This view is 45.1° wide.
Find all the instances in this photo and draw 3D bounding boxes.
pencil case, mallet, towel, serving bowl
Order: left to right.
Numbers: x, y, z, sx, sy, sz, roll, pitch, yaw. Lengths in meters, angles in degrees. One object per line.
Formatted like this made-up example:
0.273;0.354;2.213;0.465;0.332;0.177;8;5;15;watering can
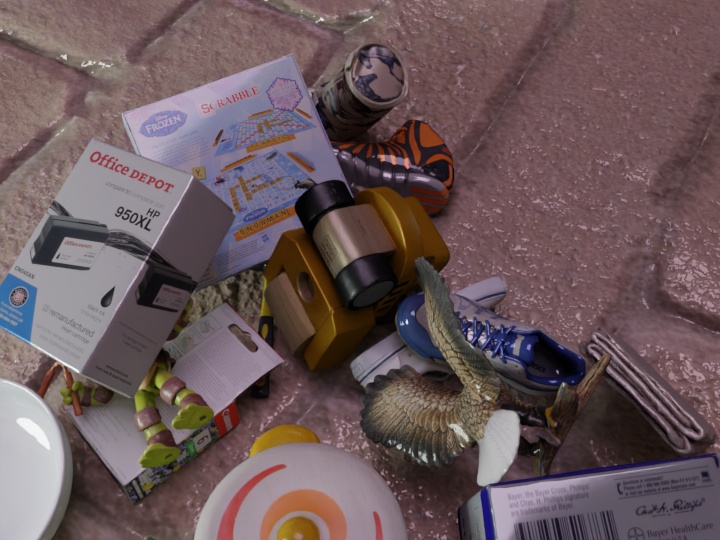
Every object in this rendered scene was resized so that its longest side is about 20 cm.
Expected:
-0.358;0.206;0.819;0.198;0.066;0.202;-5;65;10;serving bowl
-0.113;0.046;0.965;0.065;0.041;0.201;7;58;5;mallet
-0.006;-0.215;1.057;0.089;0.200;0.079;12;83;-16;pencil case
0.270;0.116;0.807;0.034;0.200;0.133;-46;64;11;towel

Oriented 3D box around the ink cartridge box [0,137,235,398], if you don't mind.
-0.232;-0.007;0.812;0.144;0.084;0.201;21;76;29;ink cartridge box

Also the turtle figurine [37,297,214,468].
-0.216;0.110;0.839;0.200;0.064;0.162;-39;58;0;turtle figurine

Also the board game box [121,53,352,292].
-0.126;-0.107;0.937;0.199;0.041;0.201;-22;89;-15;board game box

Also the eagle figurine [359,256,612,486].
0.090;0.103;0.759;0.199;0.151;0.152;29;64;20;eagle figurine

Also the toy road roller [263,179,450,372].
0.000;0.000;0.891;0.145;0.200;0.123;-13;63;-35;toy road roller

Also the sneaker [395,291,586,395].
0.134;0.067;0.860;0.199;0.088;0.076;20;76;-16;sneaker

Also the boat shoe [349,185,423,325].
0.008;-0.020;0.985;0.073;0.075;0.201;-23;48;-5;boat shoe

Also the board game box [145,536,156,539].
-0.120;0.314;0.668;0.134;0.202;0.029;19;28;15;board game box

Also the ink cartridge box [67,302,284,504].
-0.184;0.131;0.893;0.199;0.051;0.109;-36;59;-24;ink cartridge box

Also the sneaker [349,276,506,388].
0.084;0.079;0.923;0.199;0.073;0.071;-32;81;-18;sneaker

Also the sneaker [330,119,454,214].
0.021;-0.139;1.082;0.198;0.078;0.113;16;50;1;sneaker

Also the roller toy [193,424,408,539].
-0.048;0.248;0.745;0.181;0.140;0.201;23;57;17;roller toy

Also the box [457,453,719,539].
0.182;0.225;0.709;0.182;0.200;0.106;-6;69;-4;box
